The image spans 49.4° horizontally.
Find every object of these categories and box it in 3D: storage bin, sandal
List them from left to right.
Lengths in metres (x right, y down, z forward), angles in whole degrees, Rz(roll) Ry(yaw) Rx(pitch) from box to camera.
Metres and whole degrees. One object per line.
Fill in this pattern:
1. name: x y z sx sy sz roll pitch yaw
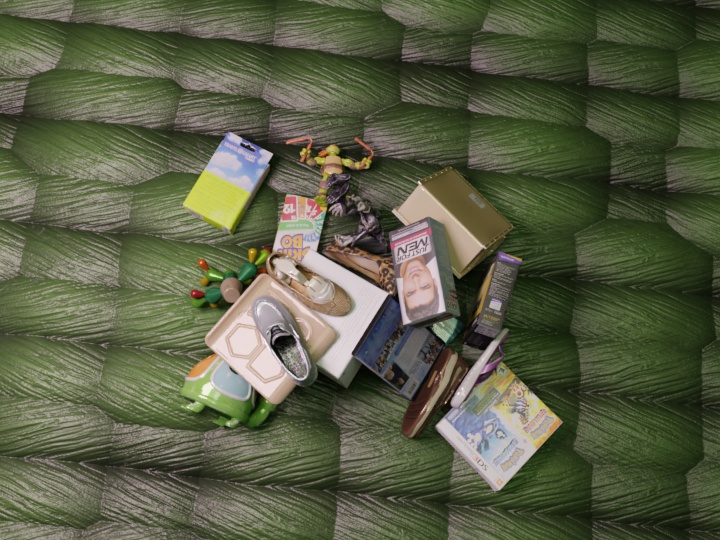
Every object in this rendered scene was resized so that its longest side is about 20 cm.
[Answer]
1. storage bin: 0.205 -0.111 1.678 0.200 0.094 0.198 45 33 10
2. sandal: 0.255 0.207 1.606 0.050 0.082 0.203 36 72 8

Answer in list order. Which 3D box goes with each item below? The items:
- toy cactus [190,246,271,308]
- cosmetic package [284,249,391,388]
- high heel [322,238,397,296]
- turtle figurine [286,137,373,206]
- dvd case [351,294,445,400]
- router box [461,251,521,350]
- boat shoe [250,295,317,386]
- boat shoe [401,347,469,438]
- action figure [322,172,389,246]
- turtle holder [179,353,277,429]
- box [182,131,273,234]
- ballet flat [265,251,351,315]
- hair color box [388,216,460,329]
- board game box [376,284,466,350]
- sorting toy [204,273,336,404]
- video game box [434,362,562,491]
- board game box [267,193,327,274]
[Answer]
1. toy cactus: -0.269 0.018 1.624 0.200 0.165 0.102 -24 109 -3
2. cosmetic package: -0.064 0.100 1.611 0.200 0.123 0.200 30 78 18
3. high heel: 0.000 0.000 1.657 0.142 0.072 0.200 -5 37 -9
4. turtle figurine: -0.071 -0.222 1.749 0.199 0.064 0.162 6 64 -13
5. dvd case: 0.081 0.157 1.582 0.200 0.018 0.143 42 74 -36
6. router box: 0.268 0.068 1.619 0.052 0.200 0.158 19 73 4
7. boat shoe: -0.146 0.127 1.481 0.070 0.072 0.201 -33 75 -4
8. boat shoe: 0.163 0.265 1.626 0.075 0.075 0.203 33 84 -18
9. action figure: -0.017 -0.117 1.667 0.102 0.200 0.119 -28 46 12
10. turtle holder: -0.260 0.244 1.569 0.185 0.141 0.132 21 73 5
11. box: -0.291 -0.195 1.740 0.122 0.048 0.200 27 74 4
12. ballet flat: -0.109 0.025 1.544 0.200 0.065 0.071 28 77 16
13. hair color box: 0.125 0.006 1.556 0.099 0.061 0.201 -21 66 31
14. board game box: 0.110 0.099 1.690 0.135 0.028 0.200 -43 81 -13
15. sorting toy: -0.176 0.133 1.539 0.200 0.036 0.185 39 82 13
16. video game box: 0.286 0.321 1.629 0.200 0.047 0.182 -43 82 -13
17. board game box: -0.139 -0.065 1.725 0.095 0.030 0.201 12 76 0
